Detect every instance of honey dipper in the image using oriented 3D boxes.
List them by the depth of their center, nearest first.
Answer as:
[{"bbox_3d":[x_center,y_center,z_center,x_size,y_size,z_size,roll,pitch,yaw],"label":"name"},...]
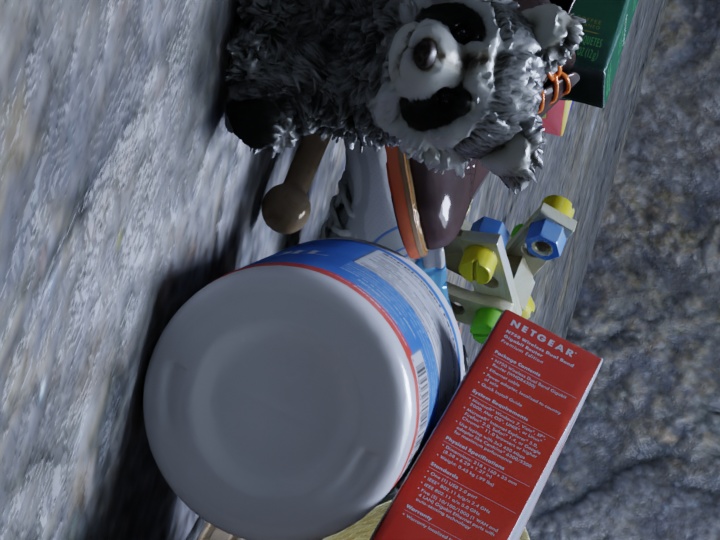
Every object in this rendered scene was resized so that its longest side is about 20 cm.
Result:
[{"bbox_3d":[-0.003,-0.103,1.220,0.038,0.038,0.201,90,21,-61],"label":"honey dipper"}]

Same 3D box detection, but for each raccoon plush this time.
[{"bbox_3d":[0.029,-0.096,1.083,0.200,0.133,0.097,-53,155,-68],"label":"raccoon plush"}]

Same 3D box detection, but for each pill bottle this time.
[{"bbox_3d":[-0.016,0.044,1.122,0.200,0.112,0.113,-27,132,-79],"label":"pill bottle"}]

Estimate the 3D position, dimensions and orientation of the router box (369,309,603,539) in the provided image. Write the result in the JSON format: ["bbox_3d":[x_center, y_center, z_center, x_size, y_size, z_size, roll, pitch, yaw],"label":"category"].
[{"bbox_3d":[0.023,0.145,1.118,0.180,0.049,0.200,-57,171,-44],"label":"router box"}]

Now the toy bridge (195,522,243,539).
[{"bbox_3d":[-0.063,0.143,1.272,0.200,0.027,0.068,15,90,-82],"label":"toy bridge"}]

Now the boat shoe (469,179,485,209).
[{"bbox_3d":[0.055,-0.097,1.493,0.061,0.071,0.202,99,17,-60],"label":"boat shoe"}]

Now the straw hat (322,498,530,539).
[{"bbox_3d":[-0.001,0.197,1.516,0.200,0.085,0.202,-15,118,-30],"label":"straw hat"}]

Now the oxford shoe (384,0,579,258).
[{"bbox_3d":[0.058,-0.088,1.195,0.071,0.072,0.201,72,27,-47],"label":"oxford shoe"}]

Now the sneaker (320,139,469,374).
[{"bbox_3d":[0.000,0.000,1.284,0.075,0.086,0.201,-104,-178,-59],"label":"sneaker"}]

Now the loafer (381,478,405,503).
[{"bbox_3d":[0.008,0.117,1.579,0.070,0.075,0.201,-65,178,-73],"label":"loafer"}]

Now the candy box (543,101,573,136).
[{"bbox_3d":[0.133,-0.221,1.744,0.170,0.077,0.200,96,14,-50],"label":"candy box"}]

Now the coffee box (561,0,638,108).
[{"bbox_3d":[0.105,-0.195,1.464,0.044,0.122,0.201,81,27,-63],"label":"coffee box"}]

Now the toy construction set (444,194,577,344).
[{"bbox_3d":[0.044,0.033,1.417,0.092,0.130,0.201,-62,161,-50],"label":"toy construction set"}]
